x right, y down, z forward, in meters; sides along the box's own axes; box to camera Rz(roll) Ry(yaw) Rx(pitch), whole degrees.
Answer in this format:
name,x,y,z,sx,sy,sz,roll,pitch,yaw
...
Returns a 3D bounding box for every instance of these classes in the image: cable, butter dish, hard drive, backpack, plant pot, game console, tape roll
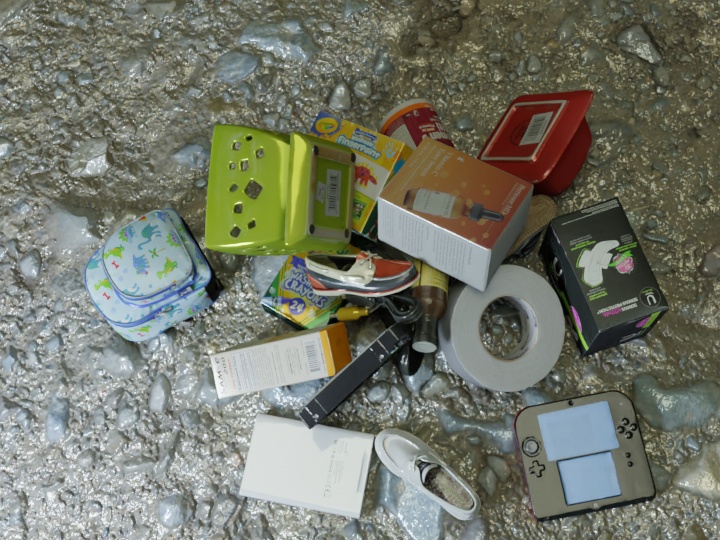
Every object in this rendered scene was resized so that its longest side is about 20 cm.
name,x,y,z,sx,sy,sz,roll,pitch,yaw
cable,0.039,0.053,1.442,0.198,0.051,0.097,8,41,45
butter dish,0.319,-0.196,1.559,0.198,0.148,0.201,9,61,55
hard drive,-0.085,0.315,1.453,0.196,0.025,0.134,9,70,7
backpack,-0.363,0.006,1.525,0.198,0.147,0.184,-32,68,-5
plant pot,-0.117,-0.123,1.440,0.179,0.198,0.204,3,90,30
hard drive,-0.004,0.161,1.412,0.200,0.140,0.038,-43,84,10
game console,0.353,0.292,1.427,0.196,0.031,0.180,-11,69,1
tape roll,0.228,0.092,1.450,0.197,0.066,0.204,1,87,-15

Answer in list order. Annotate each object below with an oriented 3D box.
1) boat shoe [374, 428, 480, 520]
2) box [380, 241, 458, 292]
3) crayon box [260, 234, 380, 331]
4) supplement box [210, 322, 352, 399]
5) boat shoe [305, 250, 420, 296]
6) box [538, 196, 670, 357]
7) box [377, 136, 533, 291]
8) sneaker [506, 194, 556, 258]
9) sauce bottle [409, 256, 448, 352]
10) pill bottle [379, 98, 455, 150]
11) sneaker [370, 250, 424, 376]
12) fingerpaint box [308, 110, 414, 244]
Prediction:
name,x,y,z,sx,sy,sz,roll,pitch,yaw
boat shoe,0.104,0.319,1.414,0.072,0.069,0.200,-44,73,-12
box,0.126,-0.012,1.536,0.082,0.069,0.200,-42,73,-12
crayon box,-0.068,0.008,1.553,0.124,0.052,0.202,28,74,13
supplement box,-0.124,0.143,1.441,0.197,0.126,0.075,-13,90,13
boat shoe,0.000,0.000,1.441,0.197,0.063,0.071,-2,26,30
box,0.390,0.014,1.464,0.122,0.149,0.203,-17,68,-4
box,0.147,-0.091,1.408,0.198,0.107,0.153,26,59,19
sneaker,0.236,-0.046,1.512,0.198,0.109,0.071,-30,75,-17
sauce bottle,0.109,0.032,1.438,0.064,0.065,0.203,5,62,6
pill bottle,0.118,-0.192,1.582,0.108,0.110,0.202,-23,70,-5
sneaker,0.056,0.071,1.515,0.103,0.060,0.204,4,90,33
fingerpaint box,-0.018,-0.163,1.550,0.198,0.073,0.169,26,89,34
